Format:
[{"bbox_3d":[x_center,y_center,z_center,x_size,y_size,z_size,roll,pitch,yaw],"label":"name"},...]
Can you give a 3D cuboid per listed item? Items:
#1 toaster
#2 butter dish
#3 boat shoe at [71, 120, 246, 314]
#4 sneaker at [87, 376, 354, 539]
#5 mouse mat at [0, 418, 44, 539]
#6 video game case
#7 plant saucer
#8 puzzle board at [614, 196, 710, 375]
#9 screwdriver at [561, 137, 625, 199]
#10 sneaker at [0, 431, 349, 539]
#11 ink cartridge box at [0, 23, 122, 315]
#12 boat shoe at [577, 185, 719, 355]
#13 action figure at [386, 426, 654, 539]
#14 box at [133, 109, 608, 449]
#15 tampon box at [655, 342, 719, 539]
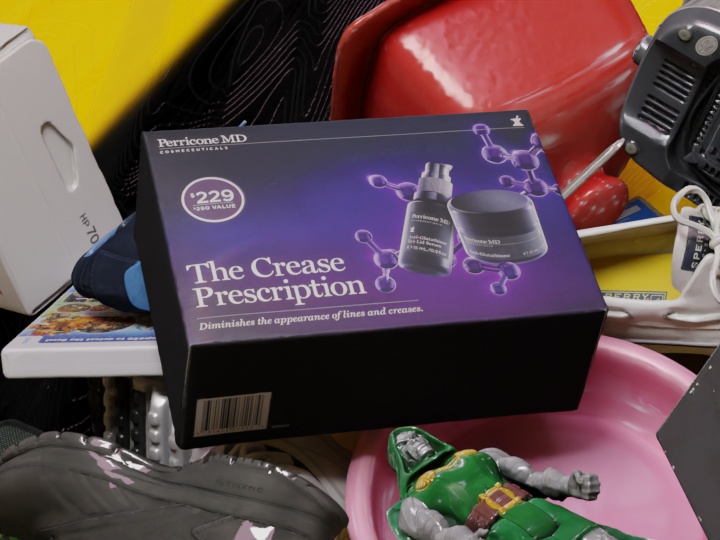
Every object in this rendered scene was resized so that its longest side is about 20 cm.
[{"bbox_3d":[0.246,-0.083,1.063,0.199,0.114,0.129,32,44,14],"label":"toaster"},{"bbox_3d":[0.093,-0.078,1.127,0.199,0.200,0.148,-29,63,-21],"label":"butter dish"},{"bbox_3d":[-0.087,-0.034,1.102,0.068,0.085,0.200,0,13,29],"label":"boat shoe"},{"bbox_3d":[-0.067,0.093,1.036,0.081,0.076,0.200,-20,36,-40],"label":"sneaker"},{"bbox_3d":[-0.155,0.164,0.977,0.199,0.008,0.161,20,64,31],"label":"mouse mat"},{"bbox_3d":[-0.096,0.019,1.097,0.142,0.018,0.200,-1,15,11],"label":"video game case"},{"bbox_3d":[0.093,0.118,0.959,0.199,0.051,0.201,-2,48,2],"label":"plant saucer"},{"bbox_3d":[0.116,0.039,1.092,0.199,0.017,0.151,-25,41,-18],"label":"puzzle board"},{"bbox_3d":[0.068,0.001,1.062,0.200,0.028,0.029,-39,47,7],"label":"screwdriver"},{"bbox_3d":[-0.105,0.129,0.930,0.199,0.076,0.091,2,64,34],"label":"sneaker"},{"bbox_3d":[-0.251,-0.068,1.168,0.199,0.147,0.086,13,44,43],"label":"ink cartridge box"},{"bbox_3d":[0.176,-0.005,0.998,0.201,0.086,0.075,-1,61,30],"label":"boat shoe"},{"bbox_3d":[0.078,0.121,0.877,0.118,0.055,0.200,-28,38,-30],"label":"action figure"},{"bbox_3d":[0.000,0.000,0.965,0.199,0.079,0.142,-5,46,-15],"label":"box"},{"bbox_3d":[0.256,0.092,0.839,0.199,0.127,0.150,15,31,-27],"label":"tampon box"}]
